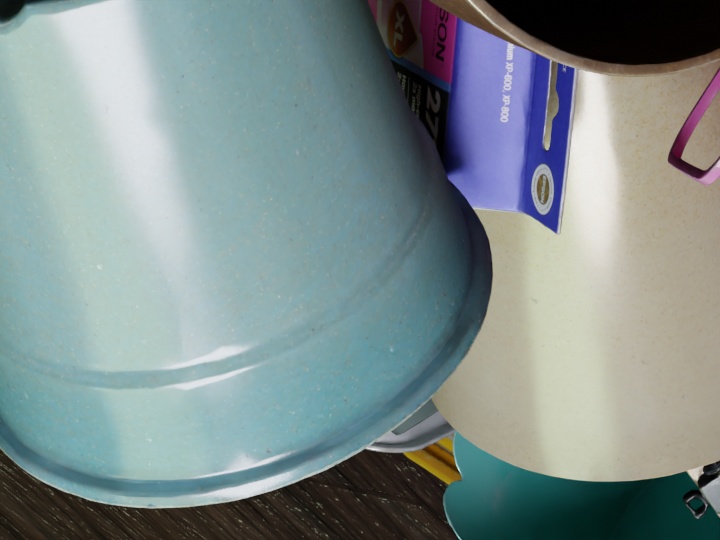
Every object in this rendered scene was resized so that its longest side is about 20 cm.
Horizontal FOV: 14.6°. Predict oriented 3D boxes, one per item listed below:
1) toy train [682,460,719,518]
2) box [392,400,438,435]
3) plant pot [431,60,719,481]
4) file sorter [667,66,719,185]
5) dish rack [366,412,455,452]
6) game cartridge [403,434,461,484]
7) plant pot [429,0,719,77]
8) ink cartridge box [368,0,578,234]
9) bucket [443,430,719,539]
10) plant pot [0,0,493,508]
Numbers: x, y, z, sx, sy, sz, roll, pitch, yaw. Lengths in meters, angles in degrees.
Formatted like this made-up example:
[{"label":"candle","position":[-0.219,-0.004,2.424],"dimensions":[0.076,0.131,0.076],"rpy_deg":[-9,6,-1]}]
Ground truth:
[{"label":"toy train","position":[0.225,0.046,1.228],"dimensions":[0.034,0.200,0.046],"rpy_deg":[53,-170,-13]},{"label":"box","position":[0.000,0.000,1.402],"dimensions":[0.157,0.051,0.200],"rpy_deg":[34,155,-7]},{"label":"plant pot","position":[0.103,-0.048,1.192],"dimensions":[0.186,0.187,0.201],"rpy_deg":[17,137,31]},{"label":"file sorter","position":[0.228,-0.037,1.022],"dimensions":[0.199,0.126,0.139],"rpy_deg":[32,-174,-4]},{"label":"dish rack","position":[-0.019,0.040,1.608],"dimensions":[0.199,0.044,0.171],"rpy_deg":[20,-160,26]},{"label":"game cartridge","position":[0.126,0.158,1.694],"dimensions":[0.176,0.033,0.200],"rpy_deg":[33,177,24]},{"label":"plant pot","position":[0.051,-0.168,0.991],"dimensions":[0.187,0.187,0.200],"rpy_deg":[40,170,-24]},{"label":"ink cartridge box","position":[0.030,-0.085,1.122],"dimensions":[0.037,0.095,0.200],"rpy_deg":[-3,-163,-24]},{"label":"bucket","position":[0.159,0.113,1.359],"dimensions":[0.206,0.208,0.135],"rpy_deg":[9,151,43]},{"label":"plant pot","position":[-0.070,-0.056,0.984],"dimensions":[0.199,0.200,0.197],"rpy_deg":[15,139,34]}]
